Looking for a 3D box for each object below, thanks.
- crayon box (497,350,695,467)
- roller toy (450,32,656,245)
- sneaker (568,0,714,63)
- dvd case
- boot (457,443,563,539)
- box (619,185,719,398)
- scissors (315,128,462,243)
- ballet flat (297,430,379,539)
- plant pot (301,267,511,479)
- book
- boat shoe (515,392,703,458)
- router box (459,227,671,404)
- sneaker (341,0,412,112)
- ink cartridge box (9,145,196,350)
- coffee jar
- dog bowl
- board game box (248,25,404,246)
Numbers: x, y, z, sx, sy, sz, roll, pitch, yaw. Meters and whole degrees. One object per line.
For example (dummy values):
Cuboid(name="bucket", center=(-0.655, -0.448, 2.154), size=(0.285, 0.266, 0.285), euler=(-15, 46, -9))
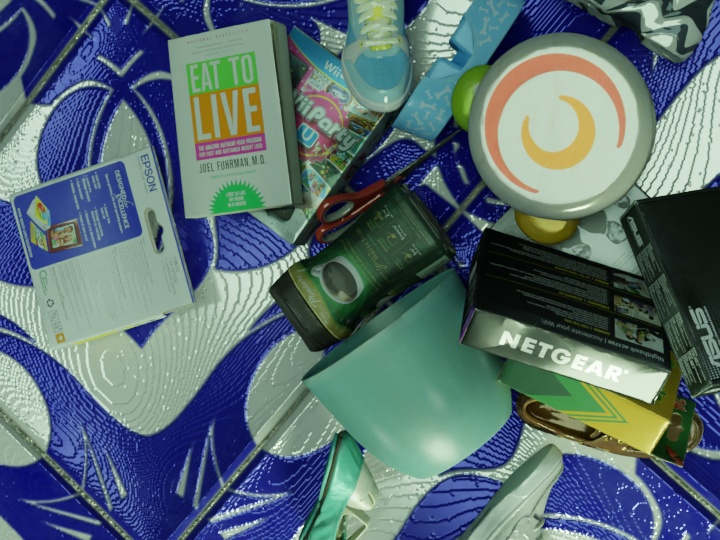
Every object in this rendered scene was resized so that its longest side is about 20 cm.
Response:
Cuboid(name="crayon box", center=(0.253, 0.108, 1.134), size=(0.200, 0.127, 0.051), euler=(25, 123, 9))
Cuboid(name="roller toy", center=(0.210, -0.143, 1.133), size=(0.182, 0.140, 0.200), euler=(-28, 87, 17))
Cuboid(name="sneaker", center=(0.292, -0.323, 1.165), size=(0.199, 0.079, 0.130), euler=(34, 97, 10))
Cuboid(name="dvd case", center=(0.261, -0.026, 1.205), size=(0.200, 0.025, 0.150), euler=(46, 100, 8))
Cuboid(name="boot", center=(0.180, 0.288, 1.213), size=(0.096, 0.074, 0.200), euler=(38, 107, 4))
Cuboid(name="box", center=(0.380, 0.011, 1.096), size=(0.193, 0.048, 0.200), euler=(-8, 68, -19))
Cuboid(name="scissors", center=(0.032, -0.095, 1.257), size=(0.200, 0.073, 0.014), euler=(-31, 57, -11))
Cuboid(name="ballet flat", center=(-0.017, 0.253, 1.225), size=(0.070, 0.067, 0.200), euler=(19, 130, 1))
Cuboid(name="plant pot", center=(0.064, 0.120, 1.173), size=(0.200, 0.201, 0.161), euler=(-36, 92, 11))
Cuboid(name="book", center=(-0.140, -0.165, 1.227), size=(0.133, 0.048, 0.200), euler=(-7, 90, 19))
Cuboid(name="boat shoe", center=(0.264, 0.163, 1.185), size=(0.200, 0.068, 0.072), euler=(9, 93, 13))
Cuboid(name="router box", center=(0.206, 0.042, 1.110), size=(0.200, 0.149, 0.051), euler=(18, 125, 0))
Cuboid(name="sneaker", center=(0.014, -0.277, 1.168), size=(0.079, 0.131, 0.200), euler=(-6, 62, -1))
Cuboid(name="ink cartridge box", center=(-0.304, -0.025, 1.329), size=(0.200, 0.047, 0.198), euler=(-16, 86, 11))
Cuboid(name="coffee jar", center=(0.000, 0.000, 1.235), size=(0.200, 0.085, 0.104), euler=(-36, 84, 10))
Cuboid(name="dog bowl", center=(0.108, -0.227, 1.197), size=(0.050, 0.111, 0.200), euler=(33, 98, -3))
Cuboid(name="board game box", center=(-0.069, -0.151, 1.260), size=(0.147, 0.064, 0.200), euler=(37, 97, 10))
